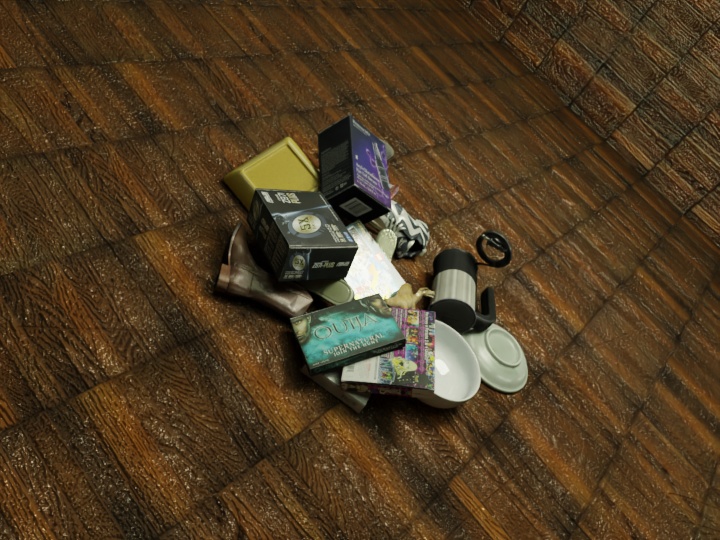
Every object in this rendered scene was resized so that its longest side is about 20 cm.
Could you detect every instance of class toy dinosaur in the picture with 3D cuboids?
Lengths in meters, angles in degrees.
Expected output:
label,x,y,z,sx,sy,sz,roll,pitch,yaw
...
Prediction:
label,x,y,z,sx,sy,sz,roll,pitch,yaw
toy dinosaur,0.089,0.080,1.323,0.058,0.103,0.199,12,12,38

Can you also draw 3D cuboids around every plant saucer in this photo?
label,x,y,z,sx,sy,sz,roll,pitch,yaw
plant saucer,-0.182,-0.204,1.375,0.199,0.049,0.200,-37,79,-20
plant saucer,0.335,0.196,1.443,0.198,0.050,0.202,20,43,-19

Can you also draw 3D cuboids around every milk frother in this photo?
label,x,y,z,sx,sy,sz,roll,pitch,yaw
milk frother,0.262,0.024,1.424,0.178,0.202,0.189,12,42,2

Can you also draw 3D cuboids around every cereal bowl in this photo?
label,x,y,z,sx,sy,sz,roll,pitch,yaw
cereal bowl,0.154,0.208,1.274,0.198,0.084,0.202,20,42,-19

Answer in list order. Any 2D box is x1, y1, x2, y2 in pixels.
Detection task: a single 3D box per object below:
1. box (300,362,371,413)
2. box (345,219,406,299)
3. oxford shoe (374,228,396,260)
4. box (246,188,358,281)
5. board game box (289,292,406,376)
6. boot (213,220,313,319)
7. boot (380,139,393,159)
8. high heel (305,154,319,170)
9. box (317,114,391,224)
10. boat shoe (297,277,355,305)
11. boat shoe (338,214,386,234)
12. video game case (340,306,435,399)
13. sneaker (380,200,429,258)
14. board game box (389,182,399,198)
label,x,y,z,sx,sy,sz,roll,pitch,yaw
box,-0.019,0.174,1.218,0.144,0.036,0.201,35,39,-1
box,0.000,0.000,1.346,0.136,0.038,0.201,-32,82,-31
oxford shoe,0.032,-0.013,1.422,0.075,0.058,0.201,34,55,-12
box,-0.123,-0.077,1.234,0.162,0.087,0.201,-1,41,-34
board game box,-0.027,0.122,1.171,0.197,0.028,0.136,-15,46,-16
boot,-0.190,0.004,1.236,0.198,0.064,0.188,21,51,-17
boot,-0.006,-0.337,1.686,0.180,0.073,0.201,28,39,-1
high heel,-0.104,-0.275,1.535,0.199,0.096,0.068,36,40,-1
box,-0.015,-0.232,1.391,0.147,0.103,0.203,27,50,-47
boat shoe,-0.086,0.018,1.291,0.198,0.075,0.066,28,-4,26
boat shoe,-0.029,-0.144,1.491,0.199,0.068,0.072,37,21,3
video game case,0.059,0.156,1.184,0.178,0.036,0.202,4,43,3
sneaker,0.092,-0.100,1.523,0.198,0.080,0.130,33,30,-21
board game box,0.039,-0.211,1.563,0.102,0.020,0.200,16,20,7
